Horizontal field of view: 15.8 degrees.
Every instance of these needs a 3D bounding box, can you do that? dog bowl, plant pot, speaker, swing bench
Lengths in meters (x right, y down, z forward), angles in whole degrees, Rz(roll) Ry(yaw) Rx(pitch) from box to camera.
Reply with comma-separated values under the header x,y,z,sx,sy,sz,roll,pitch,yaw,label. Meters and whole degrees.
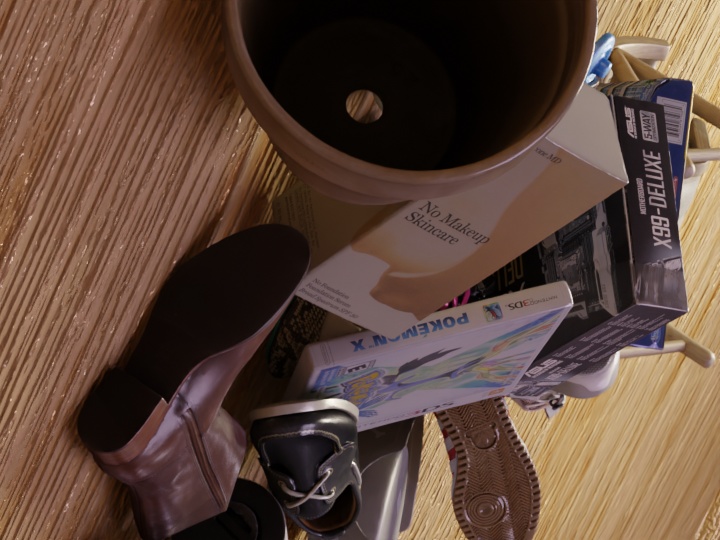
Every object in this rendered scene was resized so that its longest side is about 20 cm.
x,y,z,sx,sy,sz,roll,pitch,yaw,label
0.000,0.196,1.946,0.200,0.058,0.201,11,90,-84,dog bowl
0.015,-0.116,1.422,0.200,0.200,0.174,-54,177,-20,plant pot
-0.085,0.220,1.805,0.081,0.081,0.200,-52,161,-24,speaker
0.214,-0.054,2.069,0.129,0.200,0.200,-3,125,-36,swing bench

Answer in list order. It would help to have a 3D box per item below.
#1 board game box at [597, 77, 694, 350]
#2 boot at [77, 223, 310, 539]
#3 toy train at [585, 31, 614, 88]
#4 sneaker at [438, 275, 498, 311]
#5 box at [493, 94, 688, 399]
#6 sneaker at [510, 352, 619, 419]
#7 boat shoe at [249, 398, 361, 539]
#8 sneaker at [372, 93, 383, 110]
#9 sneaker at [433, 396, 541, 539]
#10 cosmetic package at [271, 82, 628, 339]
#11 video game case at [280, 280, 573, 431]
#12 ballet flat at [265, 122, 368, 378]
x,y,z,sx,sy,sz,roll,pitch,yaw,label
0.159,-0.046,1.966,0.061,0.200,0.201,9,86,-31,board game box
-0.087,0.076,1.599,0.186,0.064,0.200,-44,156,-9,boot
0.101,-0.122,1.791,0.115,0.087,0.200,-60,167,30,toy train
0.053,0.022,1.822,0.200,0.087,0.074,-23,135,-79,sneaker
0.150,-0.013,1.860,0.200,0.050,0.159,-34,-126,53,box
0.151,0.076,2.005,0.200,0.074,0.083,-151,-132,-72,sneaker
-0.031,0.130,1.733,0.200,0.071,0.068,73,9,-71,boat shoe
0.082,-0.165,1.688,0.200,0.073,0.085,-41,-167,-12,sneaker
0.086,0.116,2.000,0.113,0.071,0.201,-107,-179,-65,sneaker
0.052,-0.047,1.574,0.105,0.071,0.200,24,133,-40,cosmetic package
0.037,0.068,1.755,0.181,0.022,0.200,-14,163,-14,video game case
0.000,0.000,1.704,0.068,0.075,0.201,-8,127,-56,ballet flat
